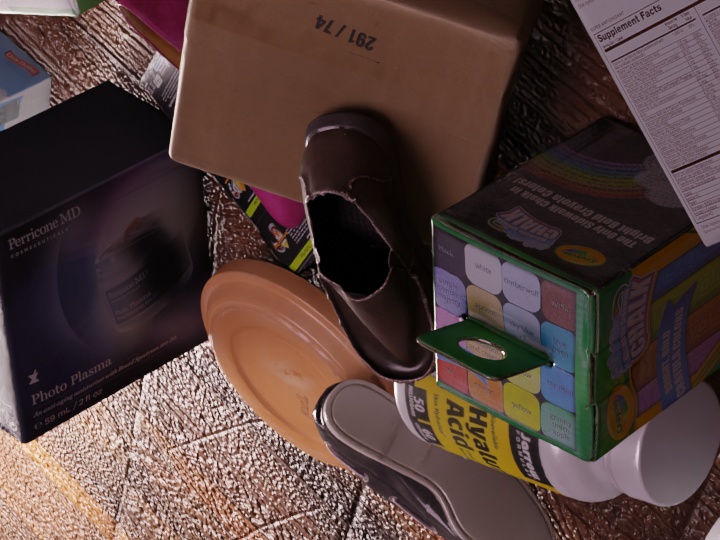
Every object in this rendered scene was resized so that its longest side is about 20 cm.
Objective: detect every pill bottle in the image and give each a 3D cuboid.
[{"bbox_3d":[0.126,0.083,1.365,0.200,0.111,0.111,16,128,44],"label":"pill bottle"}]

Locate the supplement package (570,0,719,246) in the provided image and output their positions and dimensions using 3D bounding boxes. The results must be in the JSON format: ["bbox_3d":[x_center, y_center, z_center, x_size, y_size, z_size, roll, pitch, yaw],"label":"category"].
[{"bbox_3d":[0.216,-0.153,1.001,0.147,0.191,0.200,-25,96,55],"label":"supplement package"}]

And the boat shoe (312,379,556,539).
[{"bbox_3d":[0.052,0.146,1.527,0.200,0.067,0.057,37,161,-4],"label":"boat shoe"}]

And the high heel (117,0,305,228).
[{"bbox_3d":[-0.096,-0.109,1.434,0.067,0.096,0.200,9,121,46],"label":"high heel"}]

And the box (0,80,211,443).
[{"bbox_3d":[-0.227,-0.008,1.662,0.123,0.200,0.199,29,136,37],"label":"box"}]

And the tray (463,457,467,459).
[{"bbox_3d":[0.031,0.028,1.459,0.200,0.022,0.107,63,179,-34],"label":"tray"}]

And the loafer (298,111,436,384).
[{"bbox_3d":[0.000,0.000,1.303,0.073,0.071,0.200,-3,130,24],"label":"loafer"}]

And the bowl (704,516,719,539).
[{"bbox_3d":[0.262,0.206,1.245,0.201,0.090,0.201,5,97,45],"label":"bowl"}]

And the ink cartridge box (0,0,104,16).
[{"bbox_3d":[-0.161,-0.244,1.403,0.146,0.200,0.084,10,126,48],"label":"ink cartridge box"}]

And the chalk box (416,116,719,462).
[{"bbox_3d":[0.122,0.018,1.242,0.124,0.200,0.124,28,135,37],"label":"chalk box"}]

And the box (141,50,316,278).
[{"bbox_3d":[-0.056,-0.121,1.500,0.193,0.047,0.200,50,144,9],"label":"box"}]

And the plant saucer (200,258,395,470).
[{"bbox_3d":[-0.044,0.078,1.608,0.200,0.032,0.200,33,151,22],"label":"plant saucer"}]

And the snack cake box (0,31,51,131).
[{"bbox_3d":[-0.350,-0.165,1.818,0.200,0.067,0.115,40,142,25],"label":"snack cake box"}]

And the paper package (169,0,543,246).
[{"bbox_3d":[0.000,-0.131,1.302,0.200,0.104,0.191,18,135,4],"label":"paper package"}]
